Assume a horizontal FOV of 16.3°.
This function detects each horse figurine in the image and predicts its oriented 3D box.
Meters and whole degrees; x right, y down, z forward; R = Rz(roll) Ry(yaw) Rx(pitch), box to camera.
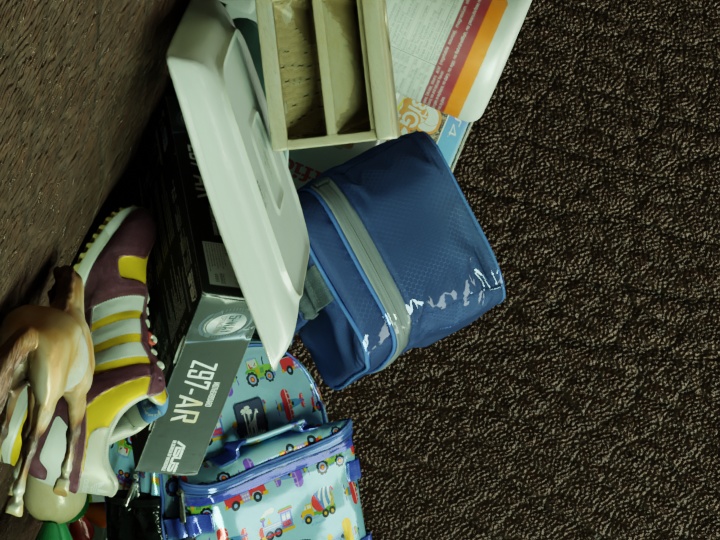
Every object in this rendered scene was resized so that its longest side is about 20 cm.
[{"bbox_3d":[-0.179,0.064,1.387,0.200,0.050,0.133,6,95,-83],"label":"horse figurine"}]

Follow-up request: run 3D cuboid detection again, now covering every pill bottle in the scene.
[{"bbox_3d":[0.008,-0.185,1.671,0.110,0.200,0.110,23,90,-89],"label":"pill bottle"}]

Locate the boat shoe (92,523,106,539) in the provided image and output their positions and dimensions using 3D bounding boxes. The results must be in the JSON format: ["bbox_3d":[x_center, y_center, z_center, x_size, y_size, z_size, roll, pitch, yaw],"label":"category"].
[{"bbox_3d":[-0.189,0.205,2.008,0.076,0.060,0.200,-36,-160,27],"label":"boat shoe"}]

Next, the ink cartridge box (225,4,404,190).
[{"bbox_3d":[-0.031,-0.161,1.829,0.083,0.145,0.200,-63,177,-72],"label":"ink cartridge box"}]

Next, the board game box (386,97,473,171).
[{"bbox_3d":[-0.003,-0.155,1.962,0.159,0.200,0.097,-55,168,-86],"label":"board game box"}]

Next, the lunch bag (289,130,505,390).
[{"bbox_3d":[0.000,0.000,1.733,0.132,0.136,0.200,-26,175,-14],"label":"lunch bag"}]

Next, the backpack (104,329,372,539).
[{"bbox_3d":[-0.093,0.130,1.765,0.134,0.182,0.201,5,-75,54],"label":"backpack"}]

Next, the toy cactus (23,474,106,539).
[{"bbox_3d":[-0.223,0.185,1.776,0.200,0.102,0.165,-61,156,-60],"label":"toy cactus"}]

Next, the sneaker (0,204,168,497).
[{"bbox_3d":[-0.154,0.053,1.577,0.075,0.090,0.200,112,1,-60],"label":"sneaker"}]

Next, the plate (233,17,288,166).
[{"bbox_3d":[-0.098,-0.075,1.724,0.200,0.026,0.201,-176,-90,-66],"label":"plate"}]

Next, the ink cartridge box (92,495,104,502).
[{"bbox_3d":[-0.145,0.099,1.952,0.197,0.043,0.200,-57,-159,-17],"label":"ink cartridge box"}]

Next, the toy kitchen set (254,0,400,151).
[{"bbox_3d":[0.013,-0.165,1.464,0.200,0.163,0.181,-59,143,-84],"label":"toy kitchen set"}]

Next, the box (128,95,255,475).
[{"bbox_3d":[-0.119,0.009,1.651,0.200,0.043,0.160,-105,-151,-47],"label":"box"}]

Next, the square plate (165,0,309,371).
[{"bbox_3d":[-0.068,-0.062,1.531,0.198,0.028,0.201,-86,159,-73],"label":"square plate"}]
